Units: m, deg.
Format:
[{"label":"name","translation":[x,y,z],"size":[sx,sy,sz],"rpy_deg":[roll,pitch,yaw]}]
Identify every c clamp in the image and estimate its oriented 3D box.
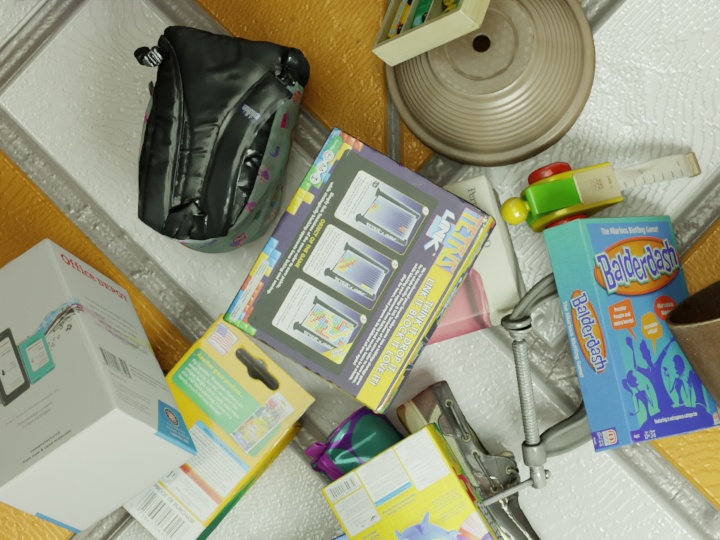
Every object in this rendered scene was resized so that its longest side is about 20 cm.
[{"label":"c clamp","translation":[0.166,0.100,1.687],"size":[0.170,0.027,0.201],"rpy_deg":[-16,109,-33]}]

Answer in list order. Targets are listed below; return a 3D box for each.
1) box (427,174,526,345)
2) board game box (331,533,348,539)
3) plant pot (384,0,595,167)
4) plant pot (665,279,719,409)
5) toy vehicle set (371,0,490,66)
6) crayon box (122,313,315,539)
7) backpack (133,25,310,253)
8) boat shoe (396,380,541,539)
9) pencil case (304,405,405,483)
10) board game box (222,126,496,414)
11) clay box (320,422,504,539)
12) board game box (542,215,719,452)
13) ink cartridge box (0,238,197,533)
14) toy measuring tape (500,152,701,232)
[{"label":"box","translation":[0.044,0.005,1.740],"size":[0.199,0.109,0.128],"rpy_deg":[-18,81,8]},{"label":"board game box","translation":[-0.017,0.357,1.747],"size":[0.134,0.045,0.201],"rpy_deg":[-26,81,6]},{"label":"plant pot","translation":[0.117,-0.201,1.758],"size":[0.200,0.093,0.202],"rpy_deg":[-1,85,10]},{"label":"plant pot","translation":[0.390,0.100,1.651],"size":[0.186,0.187,0.201],"rpy_deg":[-23,96,7]},{"label":"toy vehicle set","translation":[0.088,-0.287,1.724],"size":[0.026,0.124,0.201],"rpy_deg":[37,57,-27]},{"label":"crayon box","translation":[-0.147,0.157,1.787],"size":[0.126,0.052,0.200],"rpy_deg":[42,93,11]},{"label":"backpack","translation":[-0.132,-0.117,1.775],"size":[0.166,0.127,0.201],"rpy_deg":[11,87,22]},{"label":"boat shoe","translation":[0.115,0.188,1.727],"size":[0.065,0.073,0.200],"rpy_deg":[-40,84,3]},{"label":"pencil case","translation":[0.041,0.223,1.729],"size":[0.200,0.092,0.085],"rpy_deg":[50,134,12]},{"label":"board game box","translation":[0.000,0.000,1.665],"size":[0.165,0.057,0.201],"rpy_deg":[31,89,10]},{"label":"clay box","translation":[0.065,0.248,1.654],"size":[0.115,0.048,0.201],"rpy_deg":[-31,83,10]},{"label":"board game box","translation":[0.243,0.053,1.681],"size":[0.045,0.152,0.201],"rpy_deg":[-20,80,40]},{"label":"ink cartridge box","translation":[-0.274,0.107,1.730],"size":[0.146,0.147,0.200],"rpy_deg":[-34,58,11]},{"label":"toy measuring tape","translation":[0.216,-0.072,1.745],"size":[0.199,0.074,0.074],"rpy_deg":[-14,81,-20]}]
